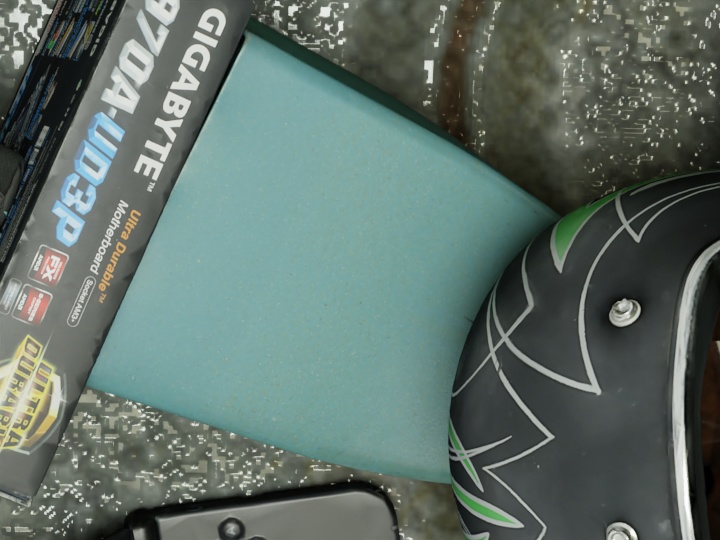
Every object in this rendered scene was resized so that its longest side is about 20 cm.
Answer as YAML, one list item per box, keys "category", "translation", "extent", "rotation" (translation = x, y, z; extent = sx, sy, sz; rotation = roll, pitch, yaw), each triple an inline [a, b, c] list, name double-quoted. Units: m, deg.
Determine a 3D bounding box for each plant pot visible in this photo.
- category: "plant pot"
  translation: [0.000, 0.000, 0.811]
  extent: [0.200, 0.141, 0.141]
  rotation: [24, 98, -19]

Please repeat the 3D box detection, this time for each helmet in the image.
- category: "helmet"
  translation: [0.124, 0.056, 0.695]
  extent: [0.191, 0.200, 0.200]
  rotation: [-10, 101, -7]

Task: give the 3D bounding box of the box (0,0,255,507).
- category: "box"
  translation: [-0.115, -0.025, 0.767]
  extent: [0.046, 0.159, 0.200]
  rotation: [24, 89, -18]

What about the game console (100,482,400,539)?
- category: "game console"
  translation: [-0.057, 0.208, 0.852]
  extent: [0.176, 0.116, 0.200]
  rotation: [-7, 102, -2]

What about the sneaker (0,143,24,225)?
- category: "sneaker"
  translation: [-0.185, -0.034, 0.769]
  extent: [0.075, 0.200, 0.079]
  rotation: [38, 85, -39]
